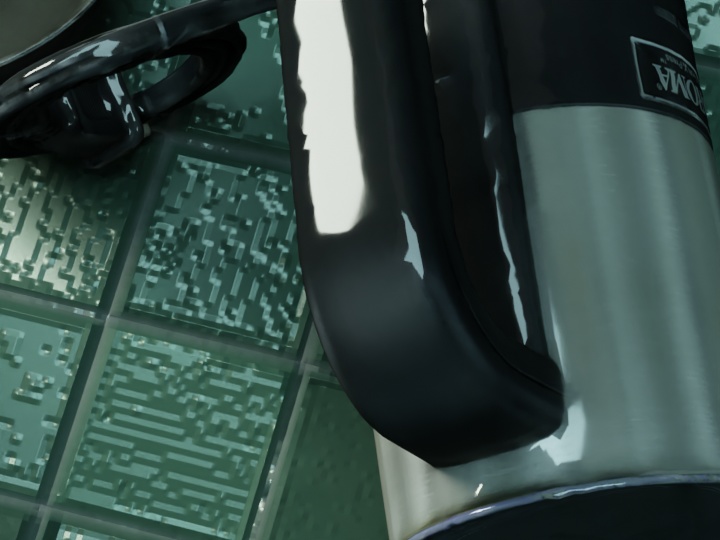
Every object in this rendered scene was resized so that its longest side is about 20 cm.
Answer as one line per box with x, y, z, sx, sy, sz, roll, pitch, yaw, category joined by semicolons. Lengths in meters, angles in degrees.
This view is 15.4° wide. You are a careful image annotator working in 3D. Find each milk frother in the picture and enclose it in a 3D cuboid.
0.000;0.000;0.764;0.200;0.180;0.189;-28;60;40;milk frother

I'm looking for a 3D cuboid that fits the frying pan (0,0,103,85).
-0.160;-0.080;0.818;0.189;0.031;0.115;-17;46;-1;frying pan
